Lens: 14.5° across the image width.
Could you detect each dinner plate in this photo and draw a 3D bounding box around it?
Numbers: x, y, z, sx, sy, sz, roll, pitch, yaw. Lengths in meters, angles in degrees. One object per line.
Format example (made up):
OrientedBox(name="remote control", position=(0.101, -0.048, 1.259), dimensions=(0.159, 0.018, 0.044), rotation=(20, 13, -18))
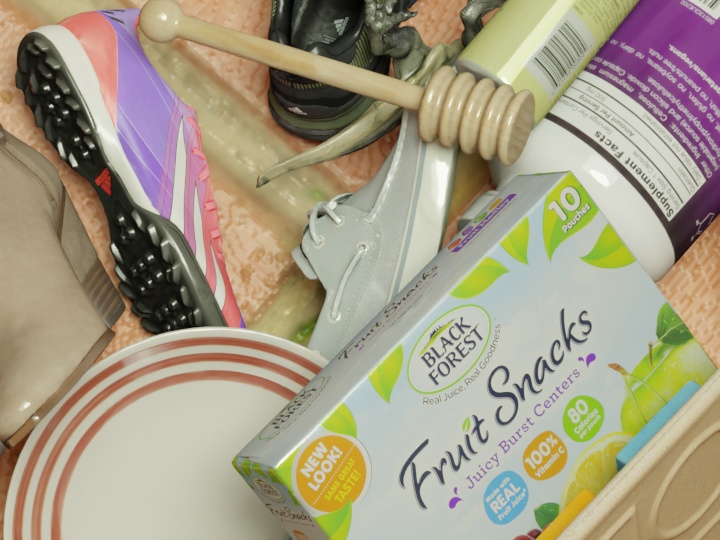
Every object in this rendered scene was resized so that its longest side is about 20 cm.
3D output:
OrientedBox(name="dinner plate", position=(-0.072, 0.124, 1.359), dimensions=(0.199, 0.024, 0.201), rotation=(-1, 99, -7))

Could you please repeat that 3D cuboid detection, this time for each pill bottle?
OrientedBox(name="pill bottle", position=(0.142, -0.070, 1.408), dimensions=(0.112, 0.112, 0.200), rotation=(41, 77, 6))

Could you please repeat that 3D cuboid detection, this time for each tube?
OrientedBox(name="tube", position=(0.126, -0.157, 1.370), dimensions=(0.052, 0.058, 0.200), rotation=(43, 78, -12))

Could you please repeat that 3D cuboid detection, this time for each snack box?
OrientedBox(name="snack box", position=(0.059, 0.071, 1.291), dimensions=(0.200, 0.053, 0.142), rotation=(-45, 108, -19))

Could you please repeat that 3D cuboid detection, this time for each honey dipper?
OrientedBox(name="honey dipper", position=(-0.015, -0.096, 1.341), dimensions=(0.199, 0.038, 0.038), rotation=(19, 74, 18))

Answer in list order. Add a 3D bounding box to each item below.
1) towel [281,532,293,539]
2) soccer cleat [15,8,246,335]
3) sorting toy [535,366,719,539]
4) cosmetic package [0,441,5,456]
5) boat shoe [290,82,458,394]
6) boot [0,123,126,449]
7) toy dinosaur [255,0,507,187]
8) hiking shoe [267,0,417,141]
OrientedBox(name="towel", position=(0.062, 0.132, 1.350), dimensions=(0.171, 0.048, 0.200), rotation=(42, 75, -20))
OrientedBox(name="soccer cleat", position=(-0.097, -0.041, 1.408), dimensions=(0.073, 0.068, 0.200), rotation=(-25, 83, -32))
OrientedBox(name="sorting toy", position=(0.125, 0.136, 1.297), dimensions=(0.036, 0.185, 0.200), rotation=(30, 66, 27))
OrientedBox(name="cosmetic package", position=(-0.263, 0.132, 1.343), dimensions=(0.101, 0.074, 0.200), rotation=(31, 74, 4))
OrientedBox(name="boat shoe", position=(0.000, 0.000, 1.376), dimensions=(0.071, 0.070, 0.201), rotation=(15, 98, 1))
OrientedBox(name="boot", position=(-0.182, -0.008, 1.336), dimensions=(0.070, 0.200, 0.146), rotation=(-38, 100, 14))
OrientedBox(name="toy dinosaur", position=(0.035, -0.106, 1.399), dimensions=(0.200, 0.088, 0.047), rotation=(-28, 56, -28))
OrientedBox(name="hiking shoe", position=(0.004, -0.168, 1.423), dimensions=(0.075, 0.101, 0.201), rotation=(14, 75, 9))
